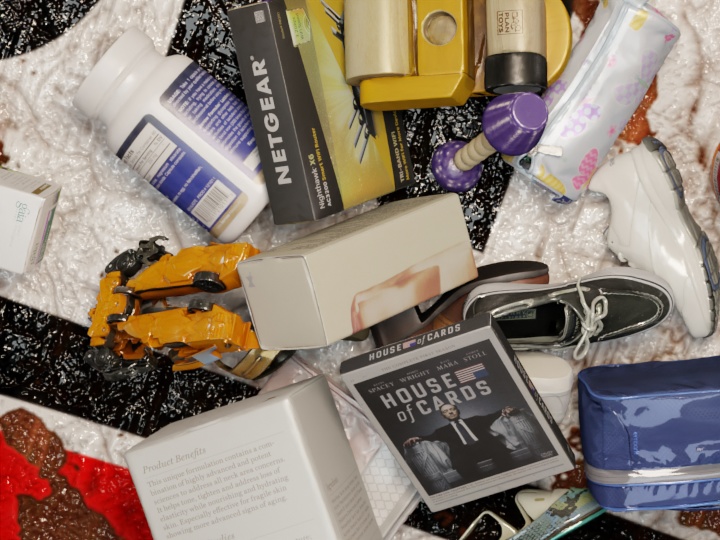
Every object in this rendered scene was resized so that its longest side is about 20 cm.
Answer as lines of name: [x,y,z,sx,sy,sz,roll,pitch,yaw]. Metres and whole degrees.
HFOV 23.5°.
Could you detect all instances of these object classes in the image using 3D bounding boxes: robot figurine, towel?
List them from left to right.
robot figurine: [-0.177,0.037,1.626,0.200,0.058,0.145,-8,61,39]
towel: [-0.050,0.214,1.699,0.191,0.032,0.200,36,99,8]

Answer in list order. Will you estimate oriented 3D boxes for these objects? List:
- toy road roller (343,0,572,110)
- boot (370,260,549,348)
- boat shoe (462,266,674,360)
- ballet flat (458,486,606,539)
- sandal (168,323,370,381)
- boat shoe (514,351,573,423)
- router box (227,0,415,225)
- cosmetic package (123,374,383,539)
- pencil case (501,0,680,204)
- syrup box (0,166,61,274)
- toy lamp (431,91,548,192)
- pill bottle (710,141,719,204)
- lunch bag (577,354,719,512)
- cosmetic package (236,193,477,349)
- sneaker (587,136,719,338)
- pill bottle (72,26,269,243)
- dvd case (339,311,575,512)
toy road roller: [0.093,-0.207,1.579,0.200,0.146,0.123,-2,85,14]
boot: [0.124,0.104,1.671,0.188,0.068,0.200,-23,99,6]
boat shoe: [0.196,0.041,1.597,0.199,0.068,0.074,1,112,-7]
ballet flat: [0.155,0.254,1.700,0.200,0.074,0.074,-35,97,4]
sandal: [-0.088,0.077,1.660,0.200,0.080,0.054,-6,85,6]
boat shoe: [0.098,0.112,1.627,0.200,0.072,0.069,0,115,-2]
router box: [-0.033,-0.156,1.587,0.052,0.157,0.200,-4,103,39]
cosmetic package: [-0.090,0.222,1.607,0.167,0.166,0.200,-19,90,11]
pencil case: [0.212,-0.164,1.610,0.083,0.091,0.200,40,101,39]
syrup box: [-0.394,-0.068,1.652,0.200,0.081,0.079,17,102,-1]
toy lamp: [0.118,-0.116,1.564,0.058,0.200,0.058,3,77,-14]
pill bottle: [0.386,-0.079,1.561,0.113,0.200,0.113,0,101,2]
lunch bag: [0.308,0.160,1.640,0.200,0.136,0.133,-4,100,2]
cosmetic package: [0.000,0.000,1.585,0.200,0.103,0.087,-22,101,-39]
sneaker: [0.284,-0.025,1.651,0.087,0.075,0.200,-22,95,22]
pill bottle: [-0.163,-0.128,1.616,0.200,0.116,0.116,40,99,-5]
dvd case: [0.091,0.133,1.588,0.150,0.025,0.200,-20,127,18]
